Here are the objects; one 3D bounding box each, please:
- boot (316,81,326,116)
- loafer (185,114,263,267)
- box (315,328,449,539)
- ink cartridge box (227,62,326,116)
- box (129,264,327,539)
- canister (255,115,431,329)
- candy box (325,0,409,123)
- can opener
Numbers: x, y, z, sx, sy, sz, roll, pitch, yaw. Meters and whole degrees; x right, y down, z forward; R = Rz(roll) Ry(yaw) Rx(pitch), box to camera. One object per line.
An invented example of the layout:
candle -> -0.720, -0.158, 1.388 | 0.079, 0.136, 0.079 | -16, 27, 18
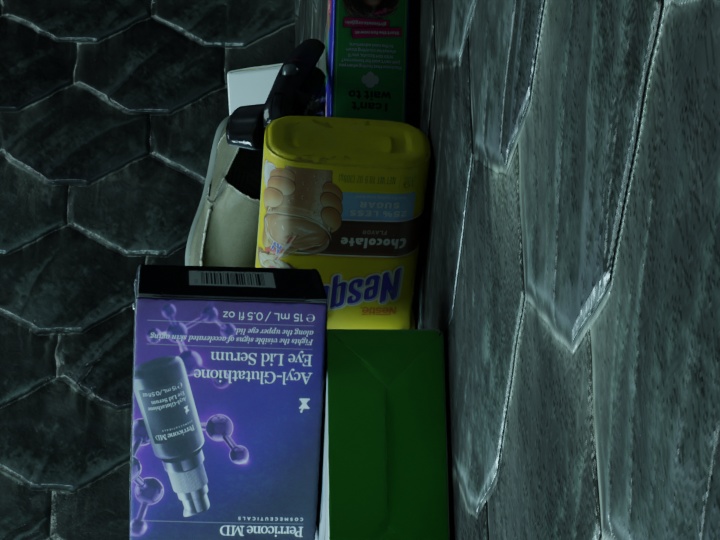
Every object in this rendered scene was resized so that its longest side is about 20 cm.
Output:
boot -> -0.063, -0.134, 1.755 | 0.200, 0.072, 0.091 | -114, 41, -68
loafer -> -0.109, -0.050, 1.631 | 0.070, 0.074, 0.202 | 155, 121, -68
box -> 0.013, 0.169, 1.420 | 0.177, 0.096, 0.202 | 108, 163, -67
ink cartridge box -> -0.064, -0.135, 1.981 | 0.200, 0.083, 0.148 | 9, -104, -69
box -> -0.103, 0.103, 1.407 | 0.104, 0.146, 0.202 | -115, 26, -76
canister -> -0.019, -0.024, 1.546 | 0.087, 0.147, 0.202 | -95, 9, -56
candy box -> 0.005, -0.182, 1.677 | 0.169, 0.076, 0.202 | 110, 159, -84
can opener -> -0.060, -0.161, 1.610 | 0.200, 0.078, 0.064 | -65, -13, -59
